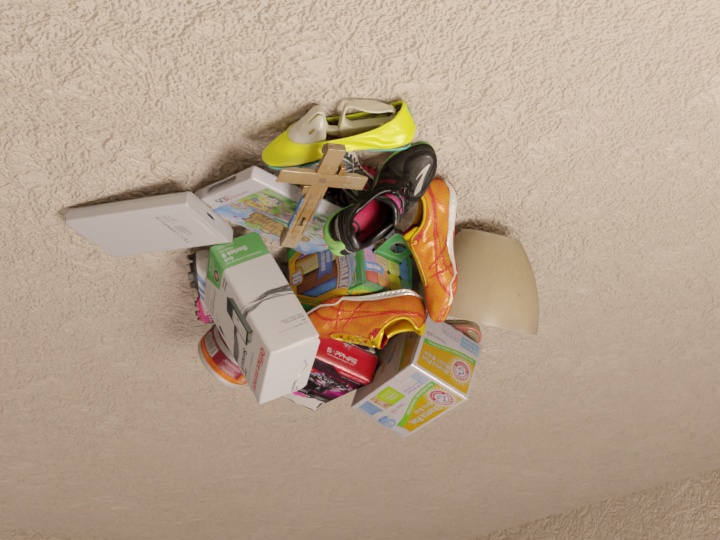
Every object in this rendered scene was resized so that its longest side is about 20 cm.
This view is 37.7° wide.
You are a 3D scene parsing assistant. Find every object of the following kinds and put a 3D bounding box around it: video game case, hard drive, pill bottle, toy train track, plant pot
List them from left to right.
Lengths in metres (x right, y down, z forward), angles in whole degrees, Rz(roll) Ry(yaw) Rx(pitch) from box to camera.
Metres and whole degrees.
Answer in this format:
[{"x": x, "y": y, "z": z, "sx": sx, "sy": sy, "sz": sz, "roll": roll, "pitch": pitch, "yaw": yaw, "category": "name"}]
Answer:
[{"x": -0.298, "y": -0.063, "z": 1.497, "sx": 0.197, "sy": 0.027, "sz": 0.132, "roll": -6, "pitch": 156, "yaw": 21, "category": "hard drive"}, {"x": -0.167, "y": 0.090, "z": 1.721, "sx": 0.109, "sy": 0.110, "sz": 0.200, "roll": 22, "pitch": 123, "yaw": -44, "category": "pill bottle"}, {"x": -0.107, "y": -0.077, "z": 1.444, "sx": 0.198, "sy": 0.022, "sz": 0.181, "roll": 24, "pitch": 161, "yaw": -29, "category": "video game case"}, {"x": -0.063, "y": -0.099, "z": 1.326, "sx": 0.113, "sy": 0.033, "sz": 0.201, "roll": 4, "pitch": 144, "yaw": -22, "category": "toy train track"}, {"x": 0.187, "y": 0.012, "z": 1.618, "sx": 0.197, "sy": 0.137, "sz": 0.200, "roll": 12, "pitch": 180, "yaw": 0, "category": "plant pot"}]

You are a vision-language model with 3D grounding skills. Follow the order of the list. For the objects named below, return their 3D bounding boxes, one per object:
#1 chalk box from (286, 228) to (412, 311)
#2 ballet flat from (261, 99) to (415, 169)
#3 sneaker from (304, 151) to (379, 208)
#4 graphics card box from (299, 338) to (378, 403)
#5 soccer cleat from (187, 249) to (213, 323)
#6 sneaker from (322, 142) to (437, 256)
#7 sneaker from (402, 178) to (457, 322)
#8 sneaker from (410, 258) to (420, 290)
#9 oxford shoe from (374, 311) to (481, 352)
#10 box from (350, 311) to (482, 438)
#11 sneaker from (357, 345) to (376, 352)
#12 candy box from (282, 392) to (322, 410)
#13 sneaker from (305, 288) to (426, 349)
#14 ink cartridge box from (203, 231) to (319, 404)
[{"x": 0.000, "y": 0.000, "z": 1.601, "sx": 0.198, "sy": 0.126, "sz": 0.124, "roll": -24, "pitch": 149, "yaw": 35, "category": "chalk box"}, {"x": -0.029, "y": -0.177, "z": 1.315, "sx": 0.197, "sy": 0.067, "sz": 0.068, "roll": -8, "pitch": 134, "yaw": 0, "category": "ballet flat"}, {"x": -0.021, "y": -0.114, "z": 1.419, "sx": 0.080, "sy": 0.076, "sz": 0.199, "roll": -25, "pitch": 148, "yaw": 35, "category": "sneaker"}, {"x": -0.067, "y": 0.157, "z": 1.724, "sx": 0.124, "sy": 0.052, "sz": 0.200, "roll": 25, "pitch": 156, "yaw": -17, "category": "graphics card box"}, {"x": -0.225, "y": 0.031, "z": 1.686, "sx": 0.085, "sy": 0.071, "sz": 0.201, "roll": -3, "pitch": 154, "yaw": -4, "category": "soccer cleat"}, {"x": 0.040, "y": -0.088, "z": 1.376, "sx": 0.077, "sy": 0.200, "sz": 0.083, "roll": 52, "pitch": 159, "yaw": -25, "category": "sneaker"}, {"x": 0.097, "y": -0.027, "z": 1.495, "sx": 0.076, "sy": 0.204, "sz": 0.073, "roll": -5, "pitch": -174, "yaw": -10, "category": "sneaker"}, {"x": 0.058, "y": 0.035, "z": 1.761, "sx": 0.114, "sy": 0.076, "sz": 0.201, "roll": 11, "pitch": 140, "yaw": -21, "category": "sneaker"}, {"x": 0.109, "y": 0.091, "z": 1.696, "sx": 0.198, "sy": 0.074, "sz": 0.071, "roll": -4, "pitch": 135, "yaw": 33, "category": "oxford shoe"}, {"x": 0.087, "y": 0.167, "z": 1.652, "sx": 0.112, "sy": 0.102, "sz": 0.200, "roll": 30, "pitch": 143, "yaw": -12, "category": "box"}, {"x": -0.006, "y": 0.101, "z": 1.852, "sx": 0.086, "sy": 0.077, "sz": 0.200, "roll": 6, "pitch": 176, "yaw": 3, "category": "sneaker"}, {"x": -0.131, "y": 0.160, "z": 1.897, "sx": 0.198, "sy": 0.072, "sz": 0.168, "roll": 25, "pitch": 147, "yaw": -11, "category": "candy box"}, {"x": -0.002, "y": 0.078, "z": 1.534, "sx": 0.197, "sy": 0.078, "sz": 0.073, "roll": -11, "pitch": 156, "yaw": 13, "category": "sneaker"}, {"x": -0.149, "y": 0.070, "z": 1.546, "sx": 0.083, "sy": 0.201, "sz": 0.147, "roll": -19, "pitch": 150, "yaw": -26, "category": "ink cartridge box"}]
